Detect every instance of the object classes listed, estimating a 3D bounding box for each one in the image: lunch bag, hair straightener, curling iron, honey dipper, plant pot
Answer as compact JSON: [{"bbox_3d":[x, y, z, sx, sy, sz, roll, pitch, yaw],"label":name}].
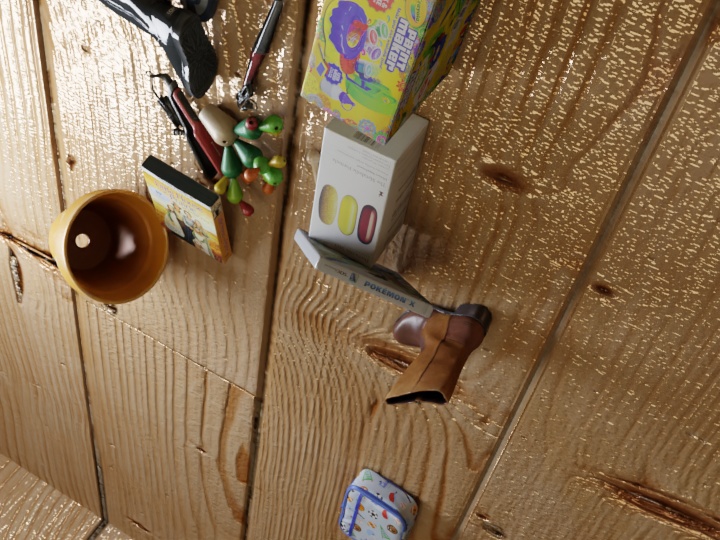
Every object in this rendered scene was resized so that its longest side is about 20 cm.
[{"bbox_3d":[0.030,0.509,1.765,0.159,0.076,0.202,28,136,15],"label":"lunch bag"},{"bbox_3d":[-0.288,-0.231,1.365,0.076,0.041,0.201,-10,125,41],"label":"hair straightener"},{"bbox_3d":[-0.139,-0.303,1.207,0.050,0.025,0.201,64,143,29],"label":"curling iron"},{"bbox_3d":[-0.055,-0.095,1.330,0.037,0.038,0.203,7,126,30],"label":"honey dipper"},{"bbox_3d":[-0.482,-0.051,1.569,0.182,0.200,0.202,9,133,50],"label":"plant pot"}]

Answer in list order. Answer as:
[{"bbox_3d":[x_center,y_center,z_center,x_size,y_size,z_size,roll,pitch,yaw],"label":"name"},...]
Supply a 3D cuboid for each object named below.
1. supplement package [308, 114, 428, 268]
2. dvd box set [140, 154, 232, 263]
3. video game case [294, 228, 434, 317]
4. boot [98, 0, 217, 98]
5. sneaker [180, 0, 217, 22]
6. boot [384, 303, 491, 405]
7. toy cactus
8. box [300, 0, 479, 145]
[{"bbox_3d":[0.009,-0.125,1.198,0.112,0.110,0.202,26,137,14],"label":"supplement package"},{"bbox_3d":[-0.292,-0.099,1.448,0.145,0.030,0.201,31,156,11],"label":"dvd box set"},{"bbox_3d":[0.000,0.000,1.240,0.180,0.200,0.022,24,98,-17],"label":"video game case"},{"bbox_3d":[-0.310,-0.358,1.252,0.198,0.066,0.166,31,155,16],"label":"boot"},{"bbox_3d":[-0.242,-0.415,1.143,0.069,0.082,0.202,20,139,19],"label":"sneaker"},{"bbox_3d":[0.092,0.140,1.301,0.186,0.201,0.069,-2,126,36],"label":"boot"},{"bbox_3d":[-0.190,-0.183,1.313,0.165,0.102,0.200,44,147,6],"label":"toy cactus"},{"bbox_3d":[0.047,-0.290,0.965,0.121,0.193,0.201,30,137,8],"label":"box"}]
